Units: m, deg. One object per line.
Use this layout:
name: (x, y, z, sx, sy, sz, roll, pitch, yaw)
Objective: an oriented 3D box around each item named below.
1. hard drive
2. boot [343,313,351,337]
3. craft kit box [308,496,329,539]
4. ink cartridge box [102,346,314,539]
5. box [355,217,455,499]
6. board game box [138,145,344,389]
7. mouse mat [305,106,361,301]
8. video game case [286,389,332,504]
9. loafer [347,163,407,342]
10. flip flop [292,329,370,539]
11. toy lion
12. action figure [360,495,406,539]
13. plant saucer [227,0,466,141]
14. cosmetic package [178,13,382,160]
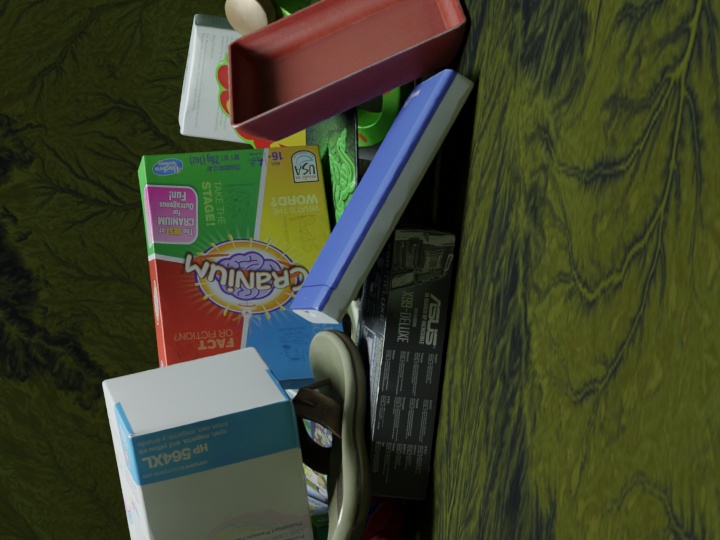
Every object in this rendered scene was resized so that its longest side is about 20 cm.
hard drive: (0.014, -0.053, 1.432, 0.201, 0.025, 0.132, -61, 8, -6)
boot: (-0.085, 0.118, 1.829, 0.077, 0.200, 0.139, 28, 121, 36)
craft kit box: (-0.045, 0.290, 1.571, 0.197, 0.048, 0.201, -176, 82, -66)
ink cartridge box: (-0.111, 0.182, 1.450, 0.129, 0.125, 0.201, -137, 37, -67)
box: (0.027, 0.062, 1.466, 0.158, 0.050, 0.201, -150, 66, -82)
board game box: (-0.097, 0.001, 1.569, 0.040, 0.152, 0.201, 125, 138, -70)
mouse mat: (-0.025, -0.063, 1.595, 0.200, 0.007, 0.162, -163, 71, -75)
video game case: (-0.066, 0.159, 1.662, 0.200, 0.023, 0.183, 32, 137, 42)
loafer: (0.000, 0.000, 1.657, 0.076, 0.068, 0.201, 116, 159, -70)
flip flop: (-0.028, 0.124, 1.427, 0.081, 0.057, 0.201, 102, 168, -47)
toy lion: (-0.043, -0.168, 1.727, 0.069, 0.199, 0.192, -46, -33, -42)
action figure: (0.016, 0.223, 1.420, 0.200, 0.051, 0.066, -90, -8, -55)
plant saucer: (-0.010, -0.177, 1.542, 0.200, 0.199, 0.037, -100, -14, -64)
cosmetic package: (-0.070, -0.178, 1.848, 0.081, 0.199, 0.113, -110, 30, -73)
